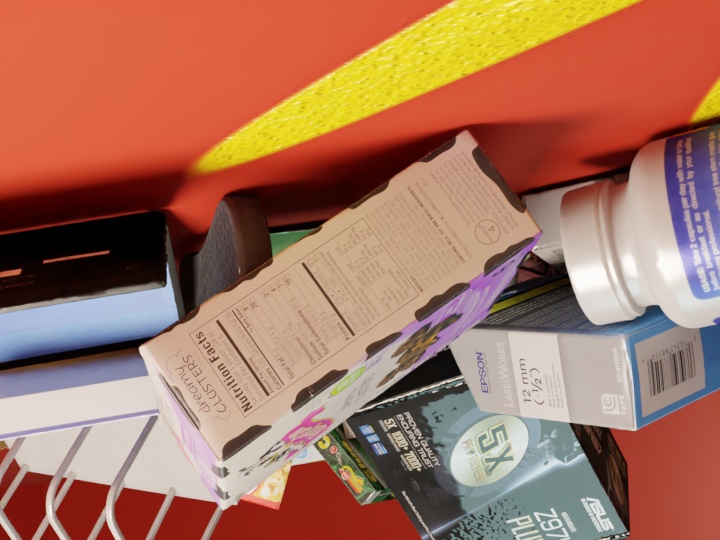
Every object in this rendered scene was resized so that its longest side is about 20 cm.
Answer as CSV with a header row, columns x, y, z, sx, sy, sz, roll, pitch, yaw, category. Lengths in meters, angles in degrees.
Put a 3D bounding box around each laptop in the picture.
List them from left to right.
x,y,z,sx,sy,sz,roll,pitch,yaw,category
-0.181,0.035,0.696,0.175,0.105,0.200,-10,-162,-6,laptop

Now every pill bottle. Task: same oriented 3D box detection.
x,y,z,sx,sy,sz,roll,pitch,yaw,category
0.219,-0.031,0.746,0.198,0.113,0.112,-14,170,24,pill bottle

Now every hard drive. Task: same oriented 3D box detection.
x,y,z,sx,sy,sz,roll,pitch,yaw,category
-0.179,0.057,0.859,0.130,0.026,0.200,-8,-165,-12,hard drive

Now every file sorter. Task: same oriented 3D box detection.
x,y,z,sx,sy,sz,roll,pitch,yaw,category
-0.211,0.149,0.938,0.198,0.125,0.140,4,135,23,file sorter

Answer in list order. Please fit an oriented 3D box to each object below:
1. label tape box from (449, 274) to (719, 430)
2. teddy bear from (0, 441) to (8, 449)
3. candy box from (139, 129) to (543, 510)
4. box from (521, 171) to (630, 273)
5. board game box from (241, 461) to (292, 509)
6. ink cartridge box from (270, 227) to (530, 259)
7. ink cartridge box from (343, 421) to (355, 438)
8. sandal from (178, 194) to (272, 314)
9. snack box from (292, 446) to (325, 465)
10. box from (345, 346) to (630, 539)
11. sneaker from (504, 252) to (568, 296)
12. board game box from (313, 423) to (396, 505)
x,y,z,sx,sy,sz,roll,pitch,yaw,category
0.149,0.049,0.893,0.142,0.067,0.199,-18,-170,-38,label tape box
-0.359,0.118,1.201,0.144,0.067,0.200,-20,164,4,teddy bear
-0.014,0.033,0.709,0.199,0.072,0.168,-35,169,-14,candy box
0.219,-0.043,0.891,0.198,0.042,0.156,-12,172,15,box
-0.153,0.128,1.116,0.198,0.047,0.152,16,-169,-2,board game box
0.000,0.000,0.896,0.198,0.049,0.146,-10,171,-11,ink cartridge box
0.055,0.081,1.192,0.127,0.127,0.200,-13,171,17,ink cartridge box
-0.074,0.014,0.787,0.042,0.077,0.200,-7,168,-19,sandal
-0.086,0.131,1.315,0.140,0.054,0.200,-10,-160,-7,snack box
0.105,0.136,1.051,0.162,0.201,0.086,-18,-150,22,box
0.171,0.001,1.030,0.115,0.076,0.200,38,115,-22,sneaker
-0.039,0.123,1.170,0.023,0.200,0.105,-43,162,7,board game box
